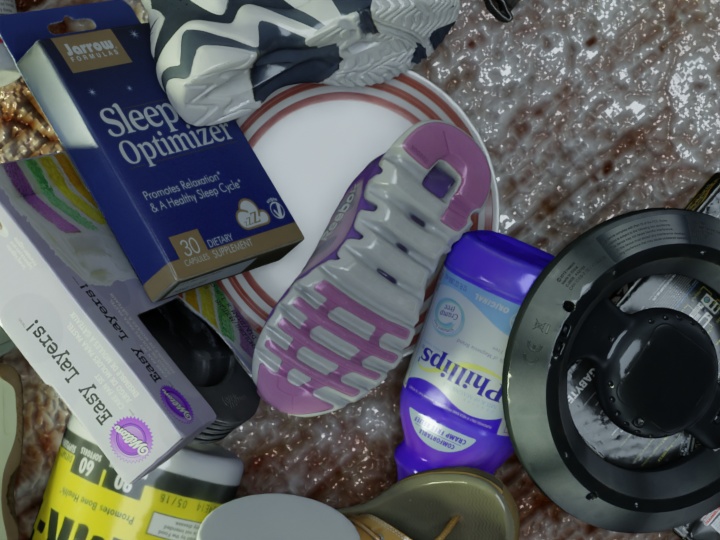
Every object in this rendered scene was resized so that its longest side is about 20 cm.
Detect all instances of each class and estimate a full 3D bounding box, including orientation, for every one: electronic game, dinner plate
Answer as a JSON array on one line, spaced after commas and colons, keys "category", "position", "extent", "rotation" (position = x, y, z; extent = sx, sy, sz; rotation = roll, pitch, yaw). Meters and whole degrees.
[{"category": "electronic game", "position": [0.178, 0.062, 1.044], "extent": [0.199, 0.042, 0.201], "rotation": [-4, 102, -18]}, {"category": "dinner plate", "position": [-0.010, -0.037, 1.113], "extent": [0.199, 0.024, 0.202], "rotation": [0, 89, -3]}]

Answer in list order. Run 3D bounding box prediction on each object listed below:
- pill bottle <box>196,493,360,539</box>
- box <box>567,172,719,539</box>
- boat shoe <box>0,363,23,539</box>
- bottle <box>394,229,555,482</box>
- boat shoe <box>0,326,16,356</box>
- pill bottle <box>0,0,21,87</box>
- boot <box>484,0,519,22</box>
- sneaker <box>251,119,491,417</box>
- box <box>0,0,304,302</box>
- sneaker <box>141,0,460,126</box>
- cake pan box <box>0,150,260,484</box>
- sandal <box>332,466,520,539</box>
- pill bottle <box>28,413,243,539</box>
[{"category": "pill bottle", "position": [-0.054, 0.243, 1.027], "extent": [0.113, 0.114, 0.201], "rotation": [4, 116, -2]}, {"category": "box", "position": [0.229, 0.061, 1.110], "extent": [0.160, 0.049, 0.200], "rotation": [40, 88, -4]}, {"category": "boat shoe", "position": [-0.247, 0.154, 1.028], "extent": [0.076, 0.072, 0.201], "rotation": [5, 74, -29]}, {"category": "bottle", "position": [0.067, 0.079, 1.077], "extent": [0.083, 0.065, 0.201], "rotation": [26, 106, 25]}, {"category": "boat shoe", "position": [-0.269, 0.042, 1.088], "extent": [0.202, 0.065, 0.075], "rotation": [-36, 110, 3]}, {"category": "pill bottle", "position": [-0.278, -0.207, 1.059], "extent": [0.110, 0.111, 0.201], "rotation": [-12, 90, -2]}, {"category": "boot", "position": [0.075, -0.281, 1.105], "extent": [0.173, 0.069, 0.201], "rotation": [27, 92, -7]}, {"category": "sneaker", "position": [0.000, 0.000, 1.056], "extent": [0.080, 0.088, 0.201], "rotation": [37, 80, -18]}, {"category": "box", "position": [-0.127, -0.085, 1.046], "extent": [0.032, 0.121, 0.201], "rotation": [-39, 78, 37]}, {"category": "sneaker", "position": [-0.046, -0.175, 1.077], "extent": [0.198, 0.080, 0.130], "rotation": [-22, 63, -14]}, {"category": "cake pan box", "position": [-0.142, 0.021, 1.017], "extent": [0.052, 0.184, 0.200], "rotation": [-40, 85, 19]}, {"category": "sandal", "position": [0.004, 0.174, 1.059], "extent": [0.199, 0.054, 0.081], "rotation": [-12, 103, 23]}, {"category": "pill bottle", "position": [-0.154, 0.194, 1.059], "extent": [0.114, 0.114, 0.201], "rotation": [18, 88, -2]}]
